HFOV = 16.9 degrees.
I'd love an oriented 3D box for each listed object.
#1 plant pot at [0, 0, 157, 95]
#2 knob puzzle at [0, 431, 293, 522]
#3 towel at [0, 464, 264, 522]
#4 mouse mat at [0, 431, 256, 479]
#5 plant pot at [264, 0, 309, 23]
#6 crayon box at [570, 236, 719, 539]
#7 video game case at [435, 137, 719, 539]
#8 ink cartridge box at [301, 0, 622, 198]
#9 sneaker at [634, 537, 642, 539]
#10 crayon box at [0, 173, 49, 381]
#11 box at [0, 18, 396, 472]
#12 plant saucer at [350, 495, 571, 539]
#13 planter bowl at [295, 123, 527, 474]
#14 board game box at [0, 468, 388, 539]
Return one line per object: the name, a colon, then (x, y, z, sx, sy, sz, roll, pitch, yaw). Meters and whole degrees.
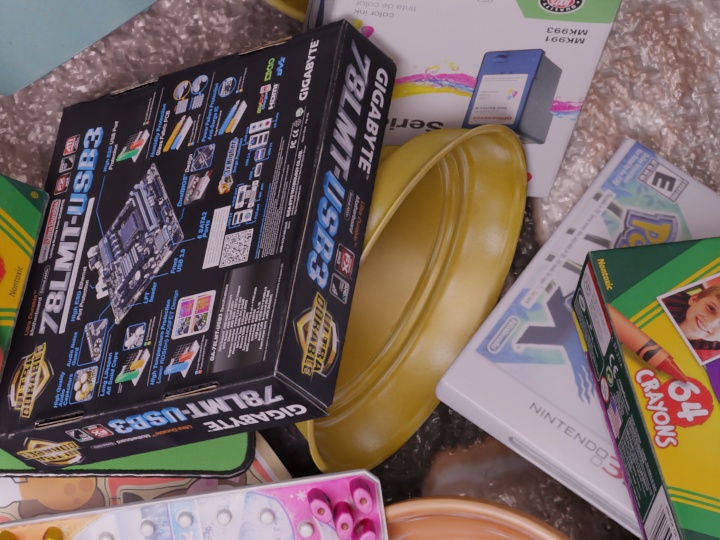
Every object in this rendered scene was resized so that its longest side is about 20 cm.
plant pot: (-0.175, -0.189, 1.245, 0.200, 0.200, 0.161, -35, 101, -13)
knob puzzle: (-0.124, 0.132, 1.255, 0.218, 0.030, 0.221, 1, 80, -6)
towel: (-0.135, 0.110, 1.284, 0.144, 0.023, 0.201, -31, 85, -11)
mouse mat: (-0.153, 0.034, 1.267, 0.199, 0.008, 0.162, 0, 63, -1)
plant pot: (0.022, -0.241, 1.299, 0.199, 0.200, 0.143, 5, 53, -9)
crayon box: (0.218, 0.076, 1.236, 0.171, 0.058, 0.201, -7, 57, -13)
video game case: (0.167, 0.045, 1.298, 0.182, 0.022, 0.200, 34, 60, 10)
ink cartridge box: (0.049, -0.131, 1.256, 0.144, 0.200, 0.088, 5, 57, -8)
sneaker: (0.153, 0.187, 1.295, 0.199, 0.074, 0.084, -26, 83, -3)
crayon box: (-0.262, -0.014, 1.181, 0.199, 0.051, 0.127, 21, 48, -14)
box: (-0.085, -0.010, 1.201, 0.050, 0.198, 0.201, 36, 52, -39)
plant saucer: (0.054, 0.209, 1.248, 0.199, 0.037, 0.202, 4, 104, 18)
planter bowl: (0.000, 0.000, 1.260, 0.083, 0.201, 0.201, 28, 76, 22)
board game box: (-0.075, 0.212, 1.222, 0.199, 0.026, 0.201, -8, 101, 0)
